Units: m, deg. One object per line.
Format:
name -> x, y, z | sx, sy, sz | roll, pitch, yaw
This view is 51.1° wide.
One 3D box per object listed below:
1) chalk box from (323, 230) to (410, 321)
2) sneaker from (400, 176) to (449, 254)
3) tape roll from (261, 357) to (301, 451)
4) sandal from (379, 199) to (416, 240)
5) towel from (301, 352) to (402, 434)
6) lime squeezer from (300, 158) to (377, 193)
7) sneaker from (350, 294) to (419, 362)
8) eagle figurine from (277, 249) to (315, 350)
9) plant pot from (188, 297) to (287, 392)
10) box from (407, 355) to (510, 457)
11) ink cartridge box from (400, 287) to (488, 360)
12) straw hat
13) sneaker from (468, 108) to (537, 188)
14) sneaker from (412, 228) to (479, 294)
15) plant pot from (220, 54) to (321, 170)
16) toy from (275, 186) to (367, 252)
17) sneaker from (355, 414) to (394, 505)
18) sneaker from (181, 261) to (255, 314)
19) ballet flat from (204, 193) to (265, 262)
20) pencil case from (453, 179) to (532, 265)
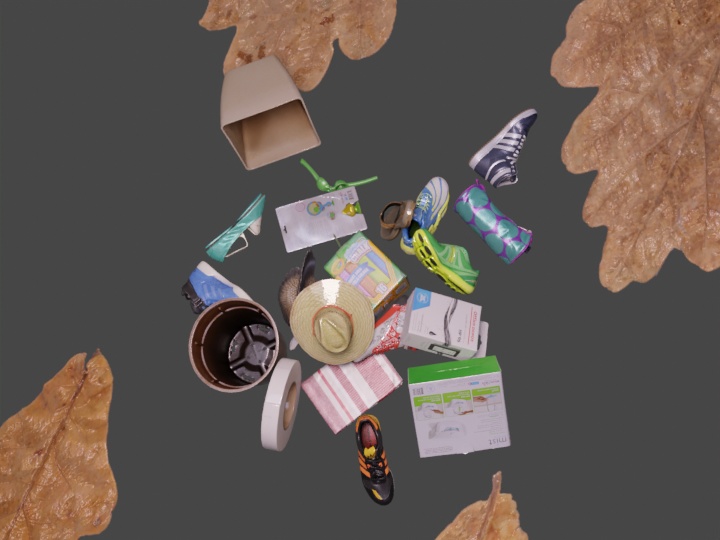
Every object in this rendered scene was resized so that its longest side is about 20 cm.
chalk box -> 0.000, 0.000, 1.737 | 0.124, 0.125, 0.200 | -45, 75, -4
sneaker -> 0.152, -0.134, 1.753 | 0.075, 0.105, 0.202 | 20, 82, 11
tape roll -> -0.172, 0.294, 1.656 | 0.037, 0.203, 0.205 | 10, 79, 7
sandal -> 0.074, -0.122, 1.715 | 0.054, 0.200, 0.081 | 14, 79, -11
towel -> -0.019, 0.261, 1.737 | 0.199, 0.023, 0.144 | -36, 74, -3
lime squeezer -> -0.061, -0.218, 1.842 | 0.198, 0.038, 0.071 | 14, 49, 11
sneaker -> 0.074, 0.159, 1.712 | 0.108, 0.067, 0.201 | 41, 75, 14
eagle figurine -> -0.123, 0.075, 1.739 | 0.151, 0.151, 0.201 | -31, 86, 15
plant pot -> -0.258, 0.179, 1.694 | 0.198, 0.198, 0.202 | -2, 77, 7
box -> 0.212, 0.295, 1.626 | 0.198, 0.097, 0.178 | -10, 105, 5
ink cartridge box -> 0.198, 0.126, 1.670 | 0.198, 0.068, 0.117 | 16, 59, -7
straw hat -> -0.058, 0.127, 1.617 | 0.199, 0.085, 0.203 | 0, 108, 0
sneaker -> 0.362, -0.281, 1.773 | 0.200, 0.070, 0.109 | -42, 71, 5
sneaker -> 0.195, -0.030, 1.722 | 0.200, 0.074, 0.084 | 44, 67, -21
plant pot -> -0.230, -0.394, 1.825 | 0.198, 0.200, 0.178 | -19, 64, 3
toy -> -0.093, -0.119, 1.813 | 0.198, 0.047, 0.116 | -17, 73, 0
sneaker -> 0.025, 0.418, 1.661 | 0.069, 0.090, 0.202 | -14, 76, 4
sneaker -> -0.338, 0.074, 1.787 | 0.199, 0.077, 0.112 | 35, 79, 17
ballet flat -> -0.287, -0.096, 1.832 | 0.200, 0.067, 0.070 | -45, 101, -3
pencil case -> 0.307, -0.110, 1.738 | 0.200, 0.085, 0.092 | 46, 103, 13
